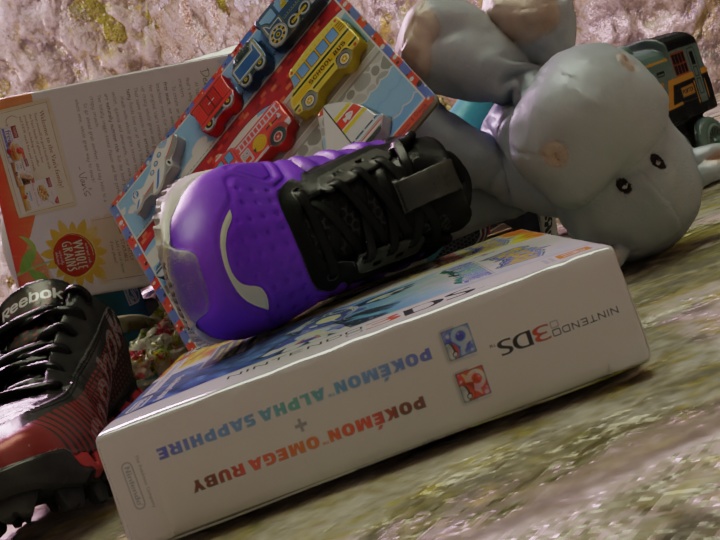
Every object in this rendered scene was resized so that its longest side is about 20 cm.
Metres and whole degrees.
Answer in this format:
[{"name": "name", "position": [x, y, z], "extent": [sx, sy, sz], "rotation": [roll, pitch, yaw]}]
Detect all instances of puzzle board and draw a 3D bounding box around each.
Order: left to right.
[{"name": "puzzle board", "position": [-0.060, -0.065, 0.678], "extent": [0.200, 0.151, 0.017], "rotation": [-49, -40, 14]}]

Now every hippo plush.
[{"name": "hippo plush", "position": [0.100, -0.052, 0.647], "extent": [0.158, 0.201, 0.161], "rotation": [-36, 31, -1]}]

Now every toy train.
[{"name": "toy train", "position": [0.193, -0.101, 0.844], "extent": [0.085, 0.116, 0.199], "rotation": [-16, 5, 44]}]

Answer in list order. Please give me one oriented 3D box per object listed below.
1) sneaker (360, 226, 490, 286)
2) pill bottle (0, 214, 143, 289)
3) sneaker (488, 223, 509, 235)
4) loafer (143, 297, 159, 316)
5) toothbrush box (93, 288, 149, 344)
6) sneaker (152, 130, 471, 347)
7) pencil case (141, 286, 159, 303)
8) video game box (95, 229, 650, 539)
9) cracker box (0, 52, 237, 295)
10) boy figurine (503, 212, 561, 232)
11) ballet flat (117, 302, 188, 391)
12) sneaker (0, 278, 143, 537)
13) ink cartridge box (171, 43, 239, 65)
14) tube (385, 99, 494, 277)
[{"name": "sneaker", "position": [0.000, 0.000, 0.831], "extent": [0.197, 0.082, 0.075], "rotation": [-21, 32, -4]}, {"name": "pill bottle", "position": [-0.186, -0.043, 0.982], "extent": [0.197, 0.112, 0.111], "rotation": [-21, 4, 12]}, {"name": "sneaker", "position": [0.142, -0.068, 1.116], "extent": [0.198, 0.072, 0.093], "rotation": [-20, -14, 37]}, {"name": "loafer", "position": [-0.235, 0.085, 0.936], "extent": [0.198, 0.064, 0.072], "rotation": [-23, 5, 19]}, {"name": "toothbrush box", "position": [-0.242, 0.081, 0.789], "extent": [0.144, 0.087, 0.200], "rotation": [-17, 6, 23]}, {"name": "sneaker", "position": [-0.007, -0.026, 0.512], "extent": [0.098, 0.071, 0.200], "rotation": [-16, 5, 26]}, {"name": "pencil case", "position": [-0.157, 0.034, 1.031], "extent": [0.197, 0.079, 0.089], "rotation": [-19, 3, 17]}, {"name": "video game box", "position": [0.003, 0.035, 0.473], "extent": [0.179, 0.048, 0.200], "rotation": [-18, 4, 0]}, {"name": "cracker box", "position": [-0.135, -0.062, 0.776], "extent": [0.196, 0.136, 0.058], "rotation": [-9, 10, 7]}, {"name": "boy figurine", "position": [0.183, -0.101, 0.945], "extent": [0.064, 0.126, 0.199], "rotation": [29, 42, 24]}, {"name": "ballet flat", "position": [-0.161, 0.067, 0.703], "extent": [0.075, 0.064, 0.199], "rotation": [-36, -5, 30]}, {"name": "sneaker", "position": [-0.144, 0.056, 0.535], "extent": [0.070, 0.099, 0.200], "rotation": [-18, 5, 0]}, {"name": "ink cartridge box", "position": [-0.158, -0.079, 0.901], "extent": [0.197, 0.045, 0.178], "rotation": [-16, 46, 6]}, {"name": "tube", "position": [0.067, -0.074, 0.798], "extent": [0.050, 0.078, 0.201], "rotation": [12, 46, 29]}]
